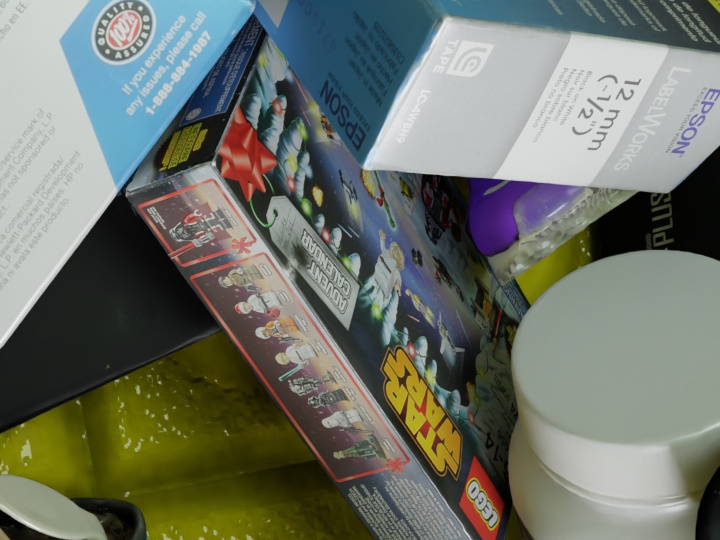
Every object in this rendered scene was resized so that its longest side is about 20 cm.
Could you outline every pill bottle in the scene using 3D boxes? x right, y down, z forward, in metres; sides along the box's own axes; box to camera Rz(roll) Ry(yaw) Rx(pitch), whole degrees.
[{"bbox_3d":[0.116,0.096,0.874,0.113,0.113,0.200,-48,142,-30],"label":"pill bottle"}]

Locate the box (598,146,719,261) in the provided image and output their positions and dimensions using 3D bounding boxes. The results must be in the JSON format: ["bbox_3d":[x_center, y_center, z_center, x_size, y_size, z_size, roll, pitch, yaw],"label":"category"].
[{"bbox_3d":[0.206,0.008,1.018,0.199,0.086,0.165,5,77,-34],"label":"box"}]

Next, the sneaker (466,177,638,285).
[{"bbox_3d":[0.054,-0.065,0.902,0.100,0.069,0.200,52,13,-9],"label":"sneaker"}]

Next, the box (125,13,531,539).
[{"bbox_3d":[0.000,0.000,0.857,0.200,0.040,0.137,56,32,-29],"label":"box"}]

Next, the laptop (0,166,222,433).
[{"bbox_3d":[-0.100,-0.062,0.882,0.199,0.116,0.188,-25,94,-5],"label":"laptop"}]

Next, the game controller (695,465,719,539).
[{"bbox_3d":[0.172,0.133,0.809,0.104,0.042,0.201,-34,116,-26],"label":"game controller"}]

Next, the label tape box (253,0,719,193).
[{"bbox_3d":[0.060,-0.093,0.820,0.199,0.066,0.143,5,36,-38],"label":"label tape box"}]

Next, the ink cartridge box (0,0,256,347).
[{"bbox_3d":[-0.158,-0.091,0.763,0.200,0.086,0.147,38,87,-12],"label":"ink cartridge box"}]

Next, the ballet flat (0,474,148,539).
[{"bbox_3d":[-0.158,0.090,0.775,0.199,0.069,0.068,6,36,-36],"label":"ballet flat"}]

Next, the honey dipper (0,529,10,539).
[{"bbox_3d":[-0.158,0.042,0.748,0.038,0.038,0.200,-31,67,-33],"label":"honey dipper"}]
